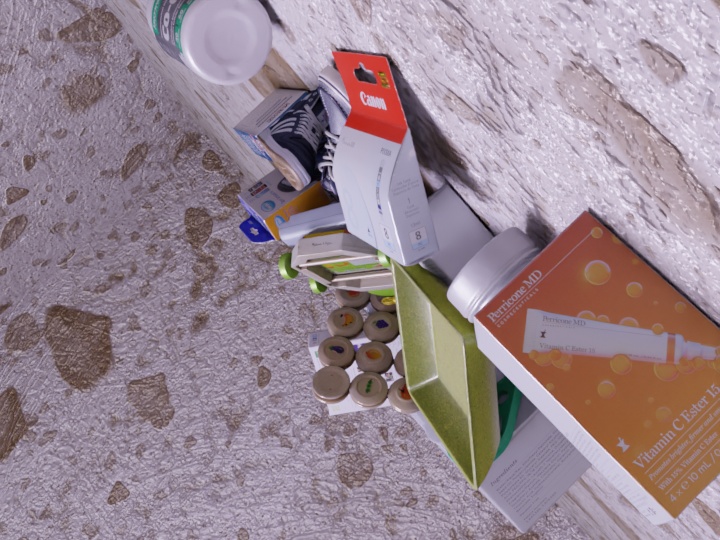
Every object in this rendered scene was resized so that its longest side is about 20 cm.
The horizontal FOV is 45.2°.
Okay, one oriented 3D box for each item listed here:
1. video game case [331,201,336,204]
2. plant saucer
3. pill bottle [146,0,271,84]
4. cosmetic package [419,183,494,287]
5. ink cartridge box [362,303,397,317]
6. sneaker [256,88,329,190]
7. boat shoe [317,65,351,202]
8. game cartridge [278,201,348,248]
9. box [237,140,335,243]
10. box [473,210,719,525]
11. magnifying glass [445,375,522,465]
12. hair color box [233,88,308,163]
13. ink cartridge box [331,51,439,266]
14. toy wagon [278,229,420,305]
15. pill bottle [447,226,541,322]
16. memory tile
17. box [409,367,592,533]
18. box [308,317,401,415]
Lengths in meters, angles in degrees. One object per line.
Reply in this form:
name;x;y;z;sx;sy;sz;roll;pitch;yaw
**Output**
video game case;-0.033;-0.066;1.390;0.142;0.017;0.201;19;-136;-41
plant saucer;0.099;0.102;0.956;0.200;0.048;0.201;-127;24;-58
pill bottle;-0.198;-0.310;1.089;0.113;0.113;0.200;51;173;-36
cosmetic package;0.132;0.003;0.995;0.200;0.071;0.101;48;175;-2
ink cartridge box;0.030;-0.020;1.260;0.200;0.146;0.083;48;175;-4
sneaker;-0.068;-0.172;1.104;0.070;0.108;0.200;54;179;-23
boat shoe;-0.017;-0.143;1.028;0.075;0.093;0.200;42;173;46
game cartridge;0.009;-0.034;1.104;0.132;0.042;0.199;-7;160;38
box;-0.077;-0.114;1.147;0.119;0.199;0.042;39;161;58
box;0.200;0.075;0.665;0.200;0.124;0.098;46;174;20
magnifying glass;0.169;0.142;0.996;0.022;0.201;0.079;45;165;-32
hair color box;-0.122;-0.219;1.304;0.061;0.100;0.200;49;175;-20
ink cartridge box;0.007;-0.119;0.889;0.160;0.047;0.201;37;147;64
toy wagon;0.000;0.000;1.089;0.154;0.040;0.200;-6;161;30
pill bottle;0.180;0.061;0.788;0.200;0.113;0.113;47;175;17
memory tile;0.024;0.094;1.141;0.152;0.201;0.017;7;141;8
box;0.189;0.174;1.082;0.131;0.200;0.199;48;176;-30
box;0.037;0.133;1.229;0.036;0.198;0.145;-92;-9;-51
